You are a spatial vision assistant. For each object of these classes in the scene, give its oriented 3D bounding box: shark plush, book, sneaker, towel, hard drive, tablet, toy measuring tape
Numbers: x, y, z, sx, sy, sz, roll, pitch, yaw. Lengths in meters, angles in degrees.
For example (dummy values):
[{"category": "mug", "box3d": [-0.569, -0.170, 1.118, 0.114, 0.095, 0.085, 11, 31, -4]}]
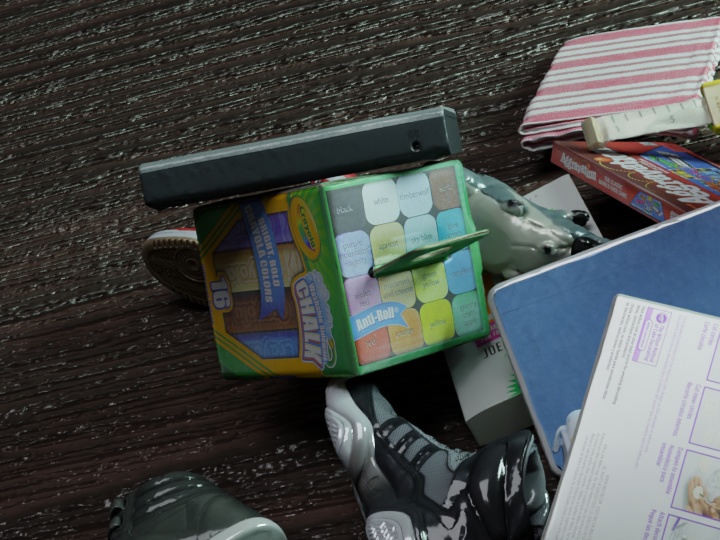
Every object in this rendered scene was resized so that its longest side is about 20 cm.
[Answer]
[{"category": "shark plush", "box3d": [0.120, -0.037, 1.042, 0.083, 0.091, 0.200, -17, 13, -38]}, {"category": "book", "box3d": [0.118, 0.026, 1.057, 0.133, 0.048, 0.200, -25, 33, 6]}, {"category": "sneaker", "box3d": [0.050, 0.121, 0.928, 0.114, 0.076, 0.200, -21, 38, -2]}, {"category": "towel", "box3d": [0.221, -0.155, 1.262, 0.146, 0.030, 0.200, -4, 29, 23]}, {"category": "sneaker", "box3d": [-0.068, -0.029, 1.213, 0.199, 0.071, 0.113, 4, 44, 23]}, {"category": "hard drive", "box3d": [-0.035, -0.075, 1.024, 0.199, 0.033, 0.140, -10, 4, 7]}, {"category": "tablet", "box3d": [0.192, 0.037, 0.949, 0.199, 0.014, 0.130, -21, 77, 3]}, {"category": "sneaker", "box3d": [-0.150, 0.195, 0.943, 0.200, 0.071, 0.099, -27, 31, -20]}, {"category": "toy measuring tape", "box3d": [0.262, -0.110, 1.131, 0.199, 0.074, 0.074, -12, 33, 2]}]

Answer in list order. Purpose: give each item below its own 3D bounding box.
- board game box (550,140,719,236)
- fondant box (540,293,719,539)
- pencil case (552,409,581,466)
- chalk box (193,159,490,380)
[{"category": "board game box", "box3d": [0.222, -0.059, 1.072, 0.103, 0.020, 0.200, -2, 19, -19]}, {"category": "fondant box", "box3d": [0.207, 0.107, 0.770, 0.199, 0.058, 0.145, 14, 72, 20]}, {"category": "pencil case", "box3d": [0.211, 0.096, 0.850, 0.199, 0.091, 0.083, -20, 8, 6]}, {"category": "chalk box", "box3d": [0.000, 0.000, 1.009, 0.124, 0.124, 0.200, -13, 5, -37]}]
